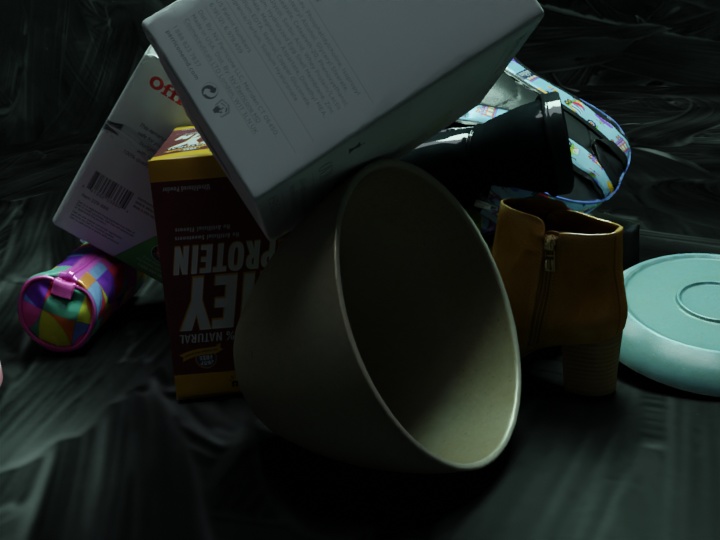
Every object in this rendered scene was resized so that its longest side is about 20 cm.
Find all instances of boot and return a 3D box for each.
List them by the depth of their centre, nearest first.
[{"bbox_3d":[0.111,0.014,0.710,0.198,0.147,0.071,6,24,32],"label":"boot"},{"bbox_3d":[0.078,-0.084,0.731,0.165,0.078,0.200,-12,4,5],"label":"boot"}]

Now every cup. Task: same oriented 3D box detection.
[{"bbox_3d":[-0.003,0.047,0.610,0.142,0.203,0.200,-23,3,34],"label":"cup"}]

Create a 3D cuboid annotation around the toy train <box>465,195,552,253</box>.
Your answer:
[{"bbox_3d":[0.089,-0.001,0.801,0.196,0.117,0.085,-1,32,20],"label":"toy train"}]

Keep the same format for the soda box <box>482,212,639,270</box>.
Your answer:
[{"bbox_3d":[0.184,-0.010,0.926,0.196,0.065,0.071,-10,17,-15],"label":"soda box"}]

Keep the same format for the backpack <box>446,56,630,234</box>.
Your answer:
[{"bbox_3d":[0.160,-0.113,0.909,0.198,0.136,0.183,29,47,9],"label":"backpack"}]

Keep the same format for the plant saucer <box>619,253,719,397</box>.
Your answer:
[{"bbox_3d":[0.289,0.034,0.738,0.196,0.028,0.201,-3,29,2],"label":"plant saucer"}]

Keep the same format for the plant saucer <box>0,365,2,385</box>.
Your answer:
[{"bbox_3d":[-0.375,0.112,0.691,0.196,0.052,0.201,-4,15,1],"label":"plant saucer"}]

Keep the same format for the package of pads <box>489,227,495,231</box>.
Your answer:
[{"bbox_3d":[0.098,-0.088,1.105,0.074,0.123,0.199,8,8,-27],"label":"package of pads"}]

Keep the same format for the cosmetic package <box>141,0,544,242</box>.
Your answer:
[{"bbox_3d":[-0.012,-0.130,0.591,0.199,0.124,0.199,-34,-2,-5],"label":"cosmetic package"}]

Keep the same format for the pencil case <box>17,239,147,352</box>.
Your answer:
[{"bbox_3d":[-0.281,0.011,0.942,0.087,0.090,0.200,-3,19,4],"label":"pencil case"}]

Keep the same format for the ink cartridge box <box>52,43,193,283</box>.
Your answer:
[{"bbox_3d":[-0.198,-0.107,0.924,0.145,0.201,0.084,30,17,-18],"label":"ink cartridge box"}]

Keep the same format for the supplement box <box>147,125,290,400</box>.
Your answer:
[{"bbox_3d":[-0.100,-0.022,0.804,0.130,0.201,0.200,-5,16,-4],"label":"supplement box"}]
